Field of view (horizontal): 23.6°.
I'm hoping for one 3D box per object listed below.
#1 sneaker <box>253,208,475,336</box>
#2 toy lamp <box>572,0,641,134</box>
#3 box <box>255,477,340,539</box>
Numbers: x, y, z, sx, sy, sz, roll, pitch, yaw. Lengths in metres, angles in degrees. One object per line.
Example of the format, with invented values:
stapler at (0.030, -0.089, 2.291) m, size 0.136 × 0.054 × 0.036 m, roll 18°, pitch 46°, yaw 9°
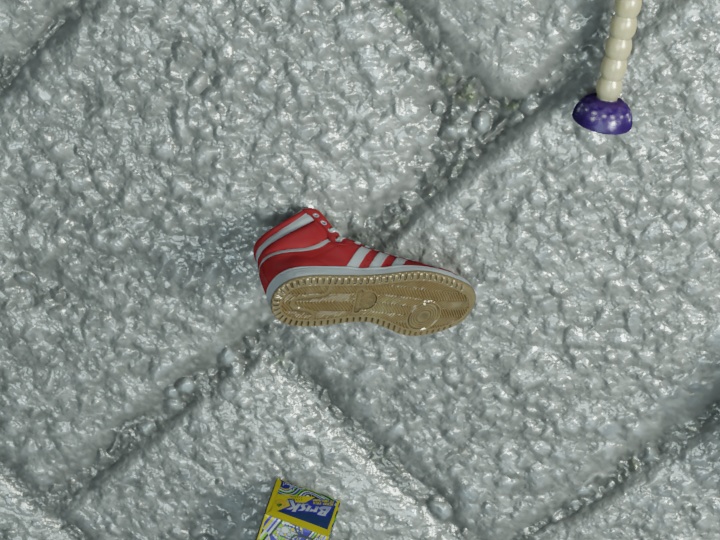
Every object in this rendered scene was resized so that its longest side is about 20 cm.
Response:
sneaker at (0.000, 0.000, 1.547) m, size 0.199 × 0.113 × 0.071 m, roll 4°, pitch 121°, yaw -25°
toy lamp at (0.212, -0.209, 1.384) m, size 0.058 × 0.058 × 0.200 m, roll 13°, pitch 119°, yaw 5°
box at (-0.083, 0.311, 1.726) m, size 0.070 × 0.064 × 0.200 m, roll 19°, pitch 121°, yaw 2°
